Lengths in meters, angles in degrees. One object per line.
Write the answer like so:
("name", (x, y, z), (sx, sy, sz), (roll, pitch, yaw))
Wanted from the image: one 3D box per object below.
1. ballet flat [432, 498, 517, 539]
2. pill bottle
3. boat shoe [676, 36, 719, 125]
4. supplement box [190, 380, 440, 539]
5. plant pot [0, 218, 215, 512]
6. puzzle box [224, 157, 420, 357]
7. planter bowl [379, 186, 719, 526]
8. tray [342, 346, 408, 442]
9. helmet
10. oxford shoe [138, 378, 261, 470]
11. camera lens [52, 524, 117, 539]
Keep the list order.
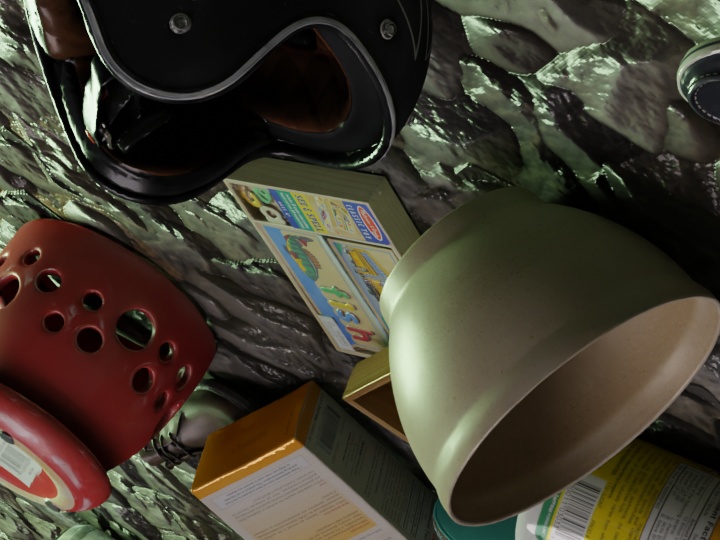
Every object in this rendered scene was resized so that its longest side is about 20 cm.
("ballet flat", (0.149, 0.224, 1.563), (0.200, 0.074, 0.074), (17, 151, 37))
("pill bottle", (0.218, 0.186, 1.356), (0.200, 0.113, 0.113), (22, 153, 22))
("boat shoe", (0.241, -0.061, 0.946), (0.200, 0.062, 0.075), (23, 155, 23))
("supplement box", (-0.026, 0.198, 1.655), (0.126, 0.074, 0.200), (-29, 118, 32))
("plant pot", (-0.250, 0.084, 1.636), (0.200, 0.183, 0.200), (28, 153, 15))
("puzzle box", (0.000, 0.000, 1.375), (0.133, 0.025, 0.200), (10, 147, 38))
("planter bowl", (0.096, 0.036, 1.169), (0.135, 0.200, 0.200), (53, 163, 25))
("tray", (0.083, 0.073, 1.352), (0.099, 0.037, 0.200), (35, 146, -18))
("helmet", (-0.063, -0.136, 1.012), (0.200, 0.191, 0.200), (55, 156, 39))
("oxford shoe", (-0.150, 0.144, 1.739), (0.200, 0.084, 0.073), (-5, 134, 50))
("camera lens", (-0.287, 0.399, 2.265), (0.200, 0.160, 0.160), (27, 154, 11))
